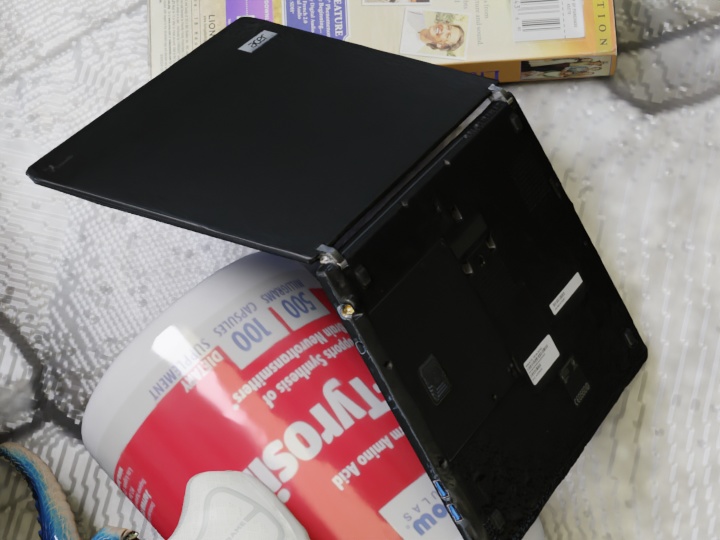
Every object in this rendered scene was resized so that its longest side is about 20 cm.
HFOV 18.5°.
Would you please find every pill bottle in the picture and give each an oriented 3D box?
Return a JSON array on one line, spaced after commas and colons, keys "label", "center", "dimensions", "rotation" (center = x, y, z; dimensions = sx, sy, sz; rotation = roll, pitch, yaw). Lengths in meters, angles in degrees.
[{"label": "pill bottle", "center": [-0.004, 0.098, 0.841], "dimensions": [0.112, 0.112, 0.200], "rotation": [-42, 76, -9]}]

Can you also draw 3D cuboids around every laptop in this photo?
[{"label": "laptop", "center": [0.000, 0.000, 0.847], "dimensions": [0.103, 0.177, 0.200], "rotation": [-21, 104, 34]}]

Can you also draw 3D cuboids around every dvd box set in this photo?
[{"label": "dvd box set", "center": [0.007, -0.149, 0.956], "dimensions": [0.199, 0.029, 0.147], "rotation": [-4, 73, 2]}]

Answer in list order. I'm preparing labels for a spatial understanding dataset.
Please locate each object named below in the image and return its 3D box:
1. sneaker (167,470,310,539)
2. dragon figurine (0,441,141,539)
[{"label": "sneaker", "center": [-0.088, 0.153, 0.786], "dimensions": [0.200, 0.075, 0.081], "rotation": [-42, 64, 10]}, {"label": "dragon figurine", "center": [-0.104, 0.155, 0.857], "dimensions": [0.200, 0.059, 0.099], "rotation": [43, 80, 12]}]
